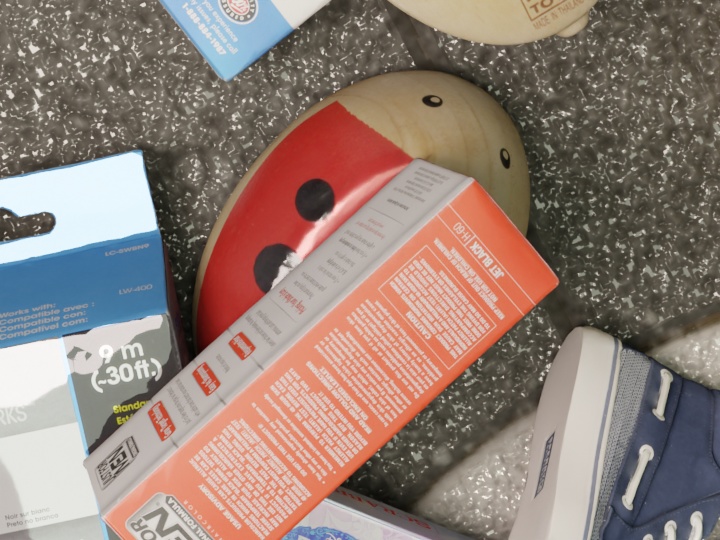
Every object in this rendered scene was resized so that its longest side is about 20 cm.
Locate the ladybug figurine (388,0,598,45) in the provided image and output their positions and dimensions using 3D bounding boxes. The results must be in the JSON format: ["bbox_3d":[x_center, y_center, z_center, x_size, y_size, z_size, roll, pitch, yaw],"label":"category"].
[{"bbox_3d":[0.036,-0.185,0.906,0.136,0.072,0.200,-30,100,1],"label":"ladybug figurine"}]

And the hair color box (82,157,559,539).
[{"bbox_3d":[-0.020,0.044,0.893,0.200,0.102,0.061,-42,104,-3],"label":"hair color box"}]

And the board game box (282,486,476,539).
[{"bbox_3d":[0.012,0.219,1.022,0.200,0.041,0.200,23,95,-12],"label":"board game box"}]

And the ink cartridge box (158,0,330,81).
[{"bbox_3d":[-0.019,-0.194,0.972,0.200,0.067,0.116,-38,100,3],"label":"ink cartridge box"}]

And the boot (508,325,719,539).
[{"bbox_3d":[0.120,0.122,0.984,0.090,0.073,0.200,23,58,-8],"label":"boot"}]

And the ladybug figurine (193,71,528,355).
[{"bbox_3d":[0.000,0.000,0.994,0.136,0.072,0.200,33,96,-7],"label":"ladybug figurine"}]

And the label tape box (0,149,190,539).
[{"bbox_3d":[-0.147,0.060,0.963,0.144,0.063,0.200,-12,99,0],"label":"label tape box"}]
